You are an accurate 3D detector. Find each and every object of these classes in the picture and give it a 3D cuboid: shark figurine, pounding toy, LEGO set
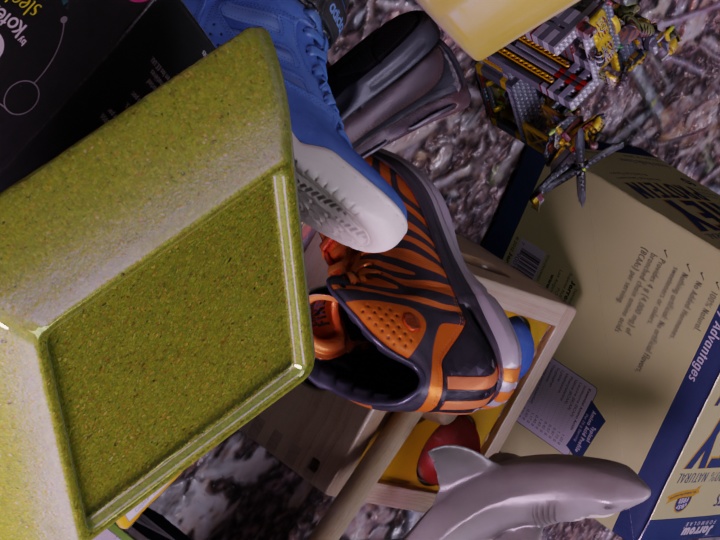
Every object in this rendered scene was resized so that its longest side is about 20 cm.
[{"bbox_3d":[0.050,0.151,1.489,0.214,0.128,0.090,-37,127,-7],"label":"shark figurine"},{"bbox_3d":[0.020,0.074,1.532,0.200,0.142,0.184,17,104,-55],"label":"pounding toy"},{"bbox_3d":[0.141,-0.142,1.520,0.154,0.116,0.200,-39,143,-23],"label":"LEGO set"}]

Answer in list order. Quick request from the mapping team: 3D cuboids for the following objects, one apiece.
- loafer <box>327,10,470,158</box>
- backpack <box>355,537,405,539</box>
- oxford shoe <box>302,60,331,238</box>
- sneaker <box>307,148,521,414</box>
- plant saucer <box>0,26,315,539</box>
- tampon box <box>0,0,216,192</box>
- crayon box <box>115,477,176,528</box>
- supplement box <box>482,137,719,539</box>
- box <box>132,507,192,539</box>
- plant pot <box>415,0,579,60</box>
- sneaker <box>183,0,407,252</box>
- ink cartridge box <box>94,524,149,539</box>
[{"bbox_3d":[-0.024,-0.055,1.344,0.200,0.072,0.063,-41,112,-7],"label":"loafer"},{"bbox_3d":[-0.022,0.239,1.583,0.127,0.200,0.167,48,41,-51],"label":"backpack"},{"bbox_3d":[-0.075,-0.033,1.394,0.075,0.070,0.200,12,106,-46],"label":"oxford shoe"},{"bbox_3d":[0.000,0.000,1.406,0.112,0.200,0.078,-4,133,-39],"label":"sneaker"},{"bbox_3d":[-0.090,0.024,1.081,0.200,0.048,0.200,-37,144,-27],"label":"plant saucer"},{"bbox_3d":[-0.176,-0.061,1.174,0.200,0.150,0.126,-50,147,-8],"label":"tampon box"},{"bbox_3d":[-0.109,0.017,1.144,0.126,0.052,0.200,-45,148,-15],"label":"crayon box"},{"bbox_3d":[0.183,0.045,1.654,0.134,0.200,0.200,2,117,-51],"label":"supplement box"},{"bbox_3d":[-0.183,0.212,1.435,0.182,0.104,0.200,-55,145,-3],"label":"box"},{"bbox_3d":[0.089,-0.222,1.344,0.189,0.201,0.201,-42,147,9],"label":"plant pot"},{"bbox_3d":[-0.029,-0.104,1.278,0.111,0.200,0.077,-45,159,-16],"label":"sneaker"},{"bbox_3d":[-0.076,0.211,1.295,0.076,0.200,0.148,-51,144,-7],"label":"ink cartridge box"}]
